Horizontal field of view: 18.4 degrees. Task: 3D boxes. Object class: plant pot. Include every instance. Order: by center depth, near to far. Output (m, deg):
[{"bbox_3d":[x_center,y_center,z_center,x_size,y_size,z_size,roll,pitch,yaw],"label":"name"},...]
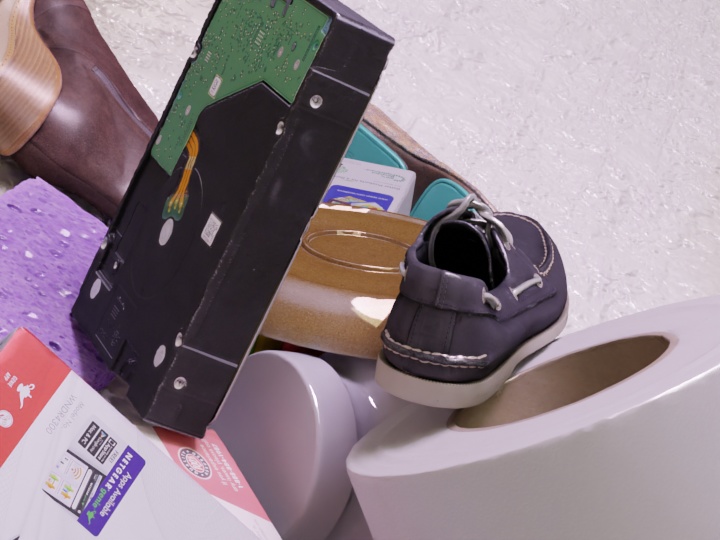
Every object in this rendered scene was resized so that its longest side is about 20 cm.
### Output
[{"bbox_3d":[0.000,0.000,1.126,0.199,0.028,0.200,8,16,-2],"label":"plant pot"}]

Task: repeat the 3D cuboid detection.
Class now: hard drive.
[{"bbox_3d":[-0.062,-0.039,1.026,0.038,0.201,0.140,20,10,-27],"label":"hard drive"}]

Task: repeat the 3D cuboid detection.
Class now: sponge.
[{"bbox_3d":[-0.167,0.021,1.098,0.111,0.030,0.200,37,26,5],"label":"sponge"}]

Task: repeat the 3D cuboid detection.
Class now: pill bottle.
[{"bbox_3d":[0.027,0.096,1.092,0.199,0.116,0.116,9,35,-40],"label":"pill bottle"}]

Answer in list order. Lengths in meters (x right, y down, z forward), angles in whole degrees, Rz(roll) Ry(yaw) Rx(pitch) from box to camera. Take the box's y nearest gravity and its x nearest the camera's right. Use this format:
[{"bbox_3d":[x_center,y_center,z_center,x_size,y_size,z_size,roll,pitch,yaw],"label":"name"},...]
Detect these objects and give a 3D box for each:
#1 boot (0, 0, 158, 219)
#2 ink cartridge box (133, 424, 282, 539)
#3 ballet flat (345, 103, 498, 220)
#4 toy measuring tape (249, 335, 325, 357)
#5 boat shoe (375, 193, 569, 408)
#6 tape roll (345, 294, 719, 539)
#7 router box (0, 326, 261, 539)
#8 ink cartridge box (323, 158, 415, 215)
[{"bbox_3d":[-0.153,-0.094,1.290,0.166,0.072,0.200,41,23,-13],"label":"boot"},{"bbox_3d":[-0.127,0.124,0.928,0.199,0.068,0.117,8,36,-43],"label":"ink cartridge box"},{"bbox_3d":[0.045,-0.044,1.404,0.200,0.068,0.067,47,22,22],"label":"ballet flat"},{"bbox_3d":[-0.006,0.054,1.171,0.199,0.074,0.074,13,33,-36],"label":"toy measuring tape"},{"bbox_3d":[0.057,0.000,1.012,0.072,0.063,0.200,12,21,13],"label":"boat shoe"},{"bbox_3d":[0.097,0.078,0.948,0.202,0.202,0.071,-35,105,-62],"label":"tape roll"},{"bbox_3d":[-0.115,0.149,0.806,0.179,0.049,0.200,43,45,-12],"label":"router box"},{"bbox_3d":[-0.036,-0.015,1.259,0.099,0.039,0.200,13,24,9],"label":"ink cartridge box"}]
